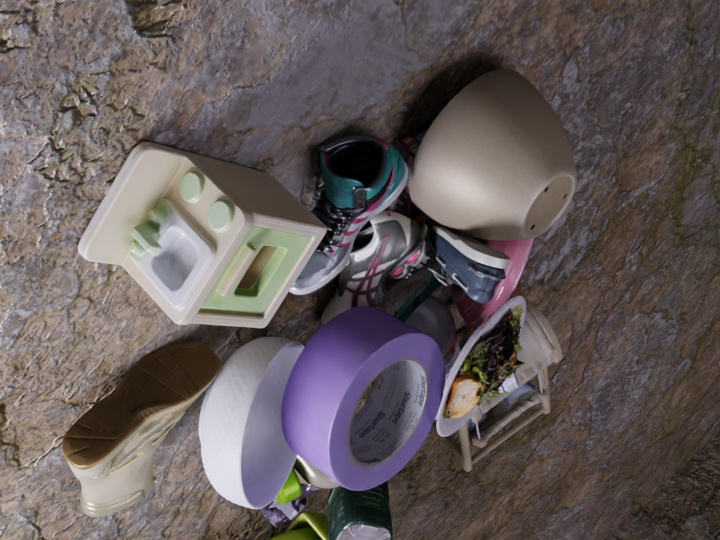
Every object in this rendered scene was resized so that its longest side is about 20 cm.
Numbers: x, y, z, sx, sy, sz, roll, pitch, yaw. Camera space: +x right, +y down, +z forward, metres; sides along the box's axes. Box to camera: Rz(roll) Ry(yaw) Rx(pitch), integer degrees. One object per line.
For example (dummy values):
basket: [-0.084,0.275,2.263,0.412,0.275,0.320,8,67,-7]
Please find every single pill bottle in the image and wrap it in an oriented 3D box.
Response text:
pill bottle: [0.086,0.128,1.615,0.114,0.114,0.201,-40,150,-14]

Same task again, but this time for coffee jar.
coffee jar: [-0.003,0.336,1.680,0.084,0.201,0.105,14,122,-11]

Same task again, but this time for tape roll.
tape roll: [0.006,0.151,1.355,0.199,0.085,0.202,-27,130,-37]

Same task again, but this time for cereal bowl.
cereal bowl: [-0.131,0.170,1.333,0.200,0.082,0.203,13,90,-73]

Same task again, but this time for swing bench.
swing bench: [0.211,0.177,1.831,0.198,0.130,0.201,-31,147,-27]

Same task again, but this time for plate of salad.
plate of salad: [0.159,0.124,1.422,0.200,0.048,0.201,-45,153,-31]

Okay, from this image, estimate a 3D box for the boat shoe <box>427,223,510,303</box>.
boat shoe: [0.122,-0.009,1.356,0.074,0.200,0.063,15,99,-20]

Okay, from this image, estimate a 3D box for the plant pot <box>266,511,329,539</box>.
plant pot: [-0.094,0.486,1.696,0.181,0.200,0.199,-37,168,-32]

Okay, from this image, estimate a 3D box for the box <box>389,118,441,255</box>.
box: [0.097,-0.105,1.422,0.136,0.040,0.201,-32,147,-29]

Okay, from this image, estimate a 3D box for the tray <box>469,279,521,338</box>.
tray: [0.183,0.028,1.577,0.201,0.037,0.099,-80,-166,-56]

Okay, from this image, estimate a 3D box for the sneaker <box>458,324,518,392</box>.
sneaker: [0.172,0.097,1.653,0.070,0.201,0.073,-17,130,7]

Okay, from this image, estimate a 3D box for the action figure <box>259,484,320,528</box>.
action figure: [-0.052,0.287,1.627,0.199,0.070,0.130,-37,-171,5]

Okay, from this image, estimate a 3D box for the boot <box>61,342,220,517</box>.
boot: [-0.239,0.181,1.283,0.200,0.073,0.156,-41,157,-29]

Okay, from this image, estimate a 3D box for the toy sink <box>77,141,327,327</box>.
toy sink: [-0.147,-0.027,1.109,0.131,0.112,0.199,-56,150,14]

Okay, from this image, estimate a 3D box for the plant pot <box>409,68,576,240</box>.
plant pot: [0.174,-0.113,1.339,0.199,0.134,0.201,-34,149,-24]

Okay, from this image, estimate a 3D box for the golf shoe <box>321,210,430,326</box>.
golf shoe: [0.000,0.000,1.403,0.088,0.078,0.200,29,122,-22]

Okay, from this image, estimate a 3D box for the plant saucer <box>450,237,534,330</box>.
plant saucer: [0.169,-0.023,1.500,0.200,0.050,0.203,-160,-90,-81]

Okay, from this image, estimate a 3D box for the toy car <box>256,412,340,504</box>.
toy car: [-0.075,0.221,1.531,0.163,0.159,0.200,-24,172,-19]

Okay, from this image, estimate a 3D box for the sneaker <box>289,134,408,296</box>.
sneaker: [-0.027,-0.070,1.247,0.201,0.083,0.121,-52,157,-9]

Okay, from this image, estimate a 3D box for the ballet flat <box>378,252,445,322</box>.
ballet flat: [0.053,0.028,1.482,0.200,0.071,0.072,-43,154,-34]
